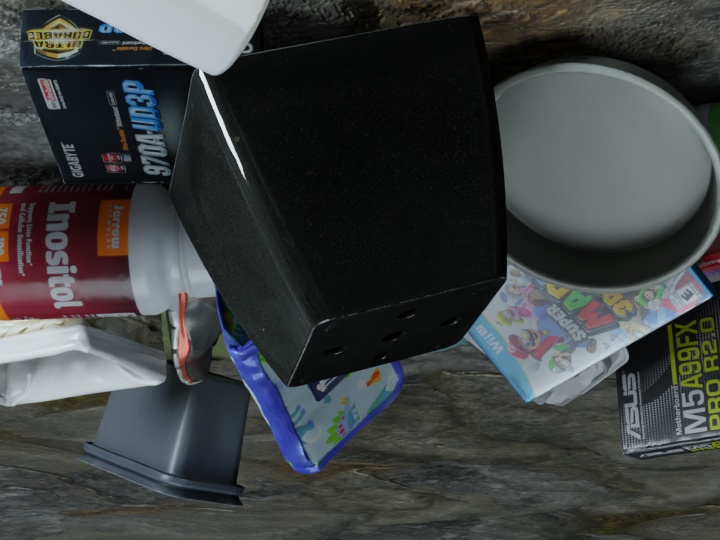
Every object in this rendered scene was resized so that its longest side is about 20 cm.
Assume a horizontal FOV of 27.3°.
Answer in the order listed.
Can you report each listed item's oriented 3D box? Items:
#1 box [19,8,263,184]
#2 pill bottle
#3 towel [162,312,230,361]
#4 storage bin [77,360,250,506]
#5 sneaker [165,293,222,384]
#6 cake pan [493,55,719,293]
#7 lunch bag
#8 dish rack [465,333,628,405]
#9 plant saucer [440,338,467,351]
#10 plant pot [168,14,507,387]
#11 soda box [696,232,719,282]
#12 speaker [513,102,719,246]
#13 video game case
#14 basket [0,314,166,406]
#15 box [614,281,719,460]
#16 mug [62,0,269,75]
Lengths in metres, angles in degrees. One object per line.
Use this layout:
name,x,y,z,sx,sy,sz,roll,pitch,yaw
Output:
box,-0.145,-0.119,1.051,0.158,0.046,0.200,0,161,-3
pill bottle,-0.217,-0.017,1.236,0.199,0.113,0.113,-3,160,4
towel,-0.187,0.059,1.562,0.148,0.037,0.200,-15,157,37
storage bin,-0.203,0.175,1.670,0.145,0.135,0.200,17,177,-40
sneaker,-0.144,0.040,1.406,0.082,0.077,0.200,-9,145,-8
cake pan,0.165,-0.071,1.073,0.200,0.037,0.201,11,131,13
lunch bag,-0.040,0.036,1.183,0.127,0.200,0.170,3,141,24
dish rack,0.138,0.050,1.370,0.200,0.044,0.172,38,157,3
plant saucer,0.053,0.054,1.548,0.200,0.039,0.201,0,161,0
plant pot,-0.004,-0.035,1.014,0.199,0.178,0.200,-14,160,-18
soda box,0.279,-0.026,1.285,0.200,0.070,0.063,-18,154,40
speaker,0.205,-0.067,1.144,0.200,0.089,0.088,-16,155,32
video game case,0.177,0.013,1.262,0.200,0.018,0.143,-34,103,29
basket,-0.294,0.045,1.391,0.199,0.124,0.135,-10,159,26
box,0.307,0.060,1.331,0.160,0.201,0.044,-13,159,33
mug,-0.113,-0.208,0.729,0.153,0.187,0.149,16,-172,-18
